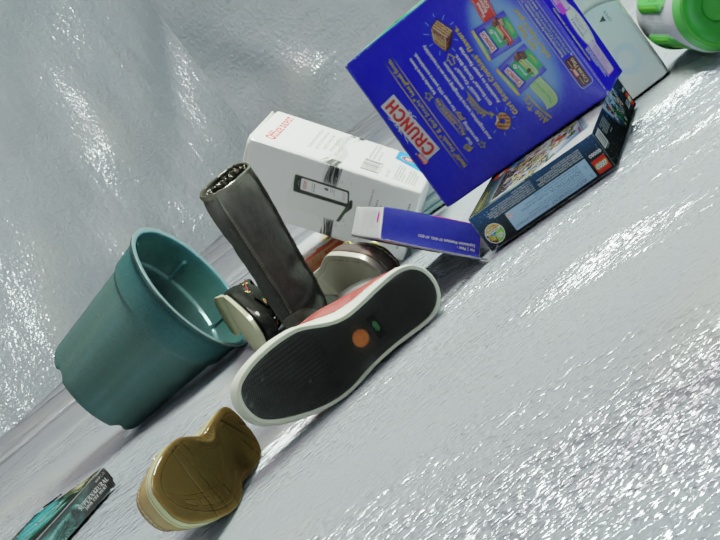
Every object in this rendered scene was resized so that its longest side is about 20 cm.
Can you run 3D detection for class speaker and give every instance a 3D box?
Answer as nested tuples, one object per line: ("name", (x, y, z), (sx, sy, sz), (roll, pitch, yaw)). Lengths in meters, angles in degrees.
("speaker", (0.313, -0.248, 1.424), (0.088, 0.089, 0.200), (-38, 8, 5))

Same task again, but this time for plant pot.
("plant pot", (-0.278, 0.085, 1.948), (0.196, 0.200, 0.200), (-44, 6, 16))

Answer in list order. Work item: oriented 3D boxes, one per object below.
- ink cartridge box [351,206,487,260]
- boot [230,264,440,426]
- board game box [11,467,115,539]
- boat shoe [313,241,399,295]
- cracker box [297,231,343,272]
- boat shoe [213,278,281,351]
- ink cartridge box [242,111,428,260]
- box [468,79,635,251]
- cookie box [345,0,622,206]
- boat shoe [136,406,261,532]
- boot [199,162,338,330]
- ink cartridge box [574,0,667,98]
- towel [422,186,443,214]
("ink cartridge box", (0.053, -0.035, 1.407), (0.200, 0.093, 0.038), (-151, 72, -80))
("boot", (-0.033, 0.067, 1.313), (0.199, 0.073, 0.144), (-33, 5, -16))
("board game box", (-0.356, 0.300, 1.632), (0.135, 0.028, 0.200), (-35, 9, 31))
("boat shoe", (0.000, 0.000, 1.533), (0.059, 0.072, 0.200), (-43, 3, -19))
("cracker box", (-0.044, -0.008, 1.822), (0.133, 0.058, 0.200), (-37, 9, 4))
("boat shoe", (-0.127, 0.049, 1.820), (0.063, 0.074, 0.201), (-28, 12, -9))
("ink cartridge box", (-0.027, -0.097, 1.688), (0.146, 0.197, 0.085), (-61, -13, -70))
("box", (0.179, -0.102, 1.385), (0.136, 0.038, 0.200), (-36, 9, 25))
("cookie box", (0.113, -0.188, 1.412), (0.199, 0.172, 0.075), (-34, 6, 31))
("boat shoe", (-0.136, 0.171, 1.213), (0.066, 0.074, 0.200), (-40, -3, 16))
("boot", (-0.077, -0.009, 1.446), (0.072, 0.201, 0.182), (-37, 8, 4))
("ink cartridge box", (0.178, -0.202, 1.508), (0.199, 0.161, 0.047), (-37, 6, 12))
("towel", (0.109, -0.129, 1.831), (0.199, 0.048, 0.171), (-35, 10, 28))
